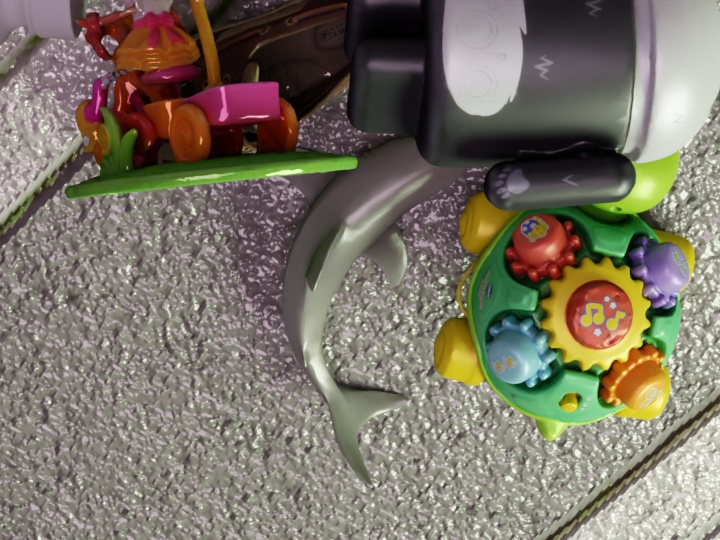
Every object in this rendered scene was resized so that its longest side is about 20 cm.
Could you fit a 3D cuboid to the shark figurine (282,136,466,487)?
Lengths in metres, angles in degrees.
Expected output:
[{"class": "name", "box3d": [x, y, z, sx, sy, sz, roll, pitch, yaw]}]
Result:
[{"class": "shark figurine", "box3d": [-0.017, 0.013, 1.263, 0.128, 0.090, 0.215, 14, 112, -1]}]

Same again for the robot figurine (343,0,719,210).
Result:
[{"class": "robot figurine", "box3d": [0.092, -0.115, 1.135, 0.199, 0.125, 0.151, -1, 101, -5]}]

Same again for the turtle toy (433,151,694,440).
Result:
[{"class": "turtle toy", "box3d": [0.130, 0.000, 1.227, 0.145, 0.101, 0.201, 11, 90, -10]}]

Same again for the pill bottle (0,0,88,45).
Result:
[{"class": "pill bottle", "box3d": [-0.252, -0.178, 1.178, 0.199, 0.113, 0.113, 5, 114, 1]}]

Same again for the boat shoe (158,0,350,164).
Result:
[{"class": "boat shoe", "box3d": [-0.062, -0.104, 1.220, 0.200, 0.072, 0.072, -26, 110, 14]}]

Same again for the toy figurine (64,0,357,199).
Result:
[{"class": "toy figurine", "box3d": [-0.099, -0.136, 1.138, 0.150, 0.200, 0.185, -8, 93, -33]}]
